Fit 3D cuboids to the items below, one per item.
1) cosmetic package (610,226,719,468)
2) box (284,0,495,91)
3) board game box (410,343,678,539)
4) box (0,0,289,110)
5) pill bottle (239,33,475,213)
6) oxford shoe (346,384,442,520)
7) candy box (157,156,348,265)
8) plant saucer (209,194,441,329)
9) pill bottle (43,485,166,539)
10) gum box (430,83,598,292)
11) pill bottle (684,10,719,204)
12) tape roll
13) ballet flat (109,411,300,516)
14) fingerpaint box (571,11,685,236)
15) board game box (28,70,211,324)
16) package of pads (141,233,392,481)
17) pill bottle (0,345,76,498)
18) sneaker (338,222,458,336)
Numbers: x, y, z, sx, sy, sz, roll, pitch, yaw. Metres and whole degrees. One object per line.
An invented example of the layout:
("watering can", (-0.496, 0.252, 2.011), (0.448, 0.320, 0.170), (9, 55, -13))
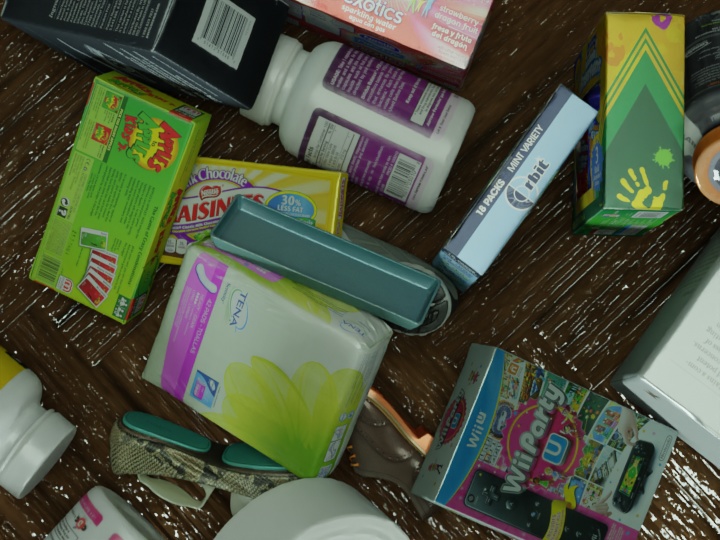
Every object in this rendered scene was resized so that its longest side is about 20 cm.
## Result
("cosmetic package", (0.353, 0.067, 1.494), (0.167, 0.166, 0.201), (37, 85, 3))
("box", (0.020, -0.253, 1.551), (0.199, 0.103, 0.095), (22, 85, 2))
("board game box", (0.165, 0.172, 1.506), (0.199, 0.064, 0.149), (25, 84, -17))
("box", (-0.190, -0.228, 1.483), (0.199, 0.148, 0.105), (17, 84, 35))
("pill bottle", (-0.005, -0.140, 1.537), (0.199, 0.112, 0.113), (25, 85, 1))
("oxford shoe", (0.006, 0.147, 1.533), (0.200, 0.071, 0.073), (39, 90, 2))
("candy box", (-0.112, -0.049, 1.536), (0.198, 0.026, 0.103), (7, 90, 19))
("plant saucer", (-0.031, -0.006, 1.466), (0.199, 0.070, 0.019), (22, 129, 5))
("pill bottle", (-0.261, 0.300, 1.495), (0.113, 0.113, 0.200), (43, 86, 3))
("gum box", (0.131, -0.067, 1.487), (0.044, 0.200, 0.170), (36, 85, 3))
("pill bottle", (0.325, -0.140, 1.488), (0.105, 0.201, 0.107), (4, 126, 5))
("tape roll", (-0.048, 0.285, 1.462), (0.201, 0.071, 0.204), (-17, 122, -30))
("ballet flat", (-0.134, 0.184, 1.538), (0.198, 0.068, 0.076), (12, 106, 5))
("fingerpaint box", (0.233, -0.124, 1.493), (0.073, 0.200, 0.169), (2, 86, 0))
("board game box", (-0.217, -0.066, 1.519), (0.101, 0.048, 0.201), (24, 108, 7))
("package of pads", (-0.083, 0.071, 1.490), (0.199, 0.068, 0.155), (30, 115, 17))
("pill bottle", (-0.357, 0.111, 1.512), (0.200, 0.111, 0.112), (39, 86, 2))
("sneaker", (0.000, 0.000, 1.550), (0.199, 0.079, 0.074), (27, 104, 17))
